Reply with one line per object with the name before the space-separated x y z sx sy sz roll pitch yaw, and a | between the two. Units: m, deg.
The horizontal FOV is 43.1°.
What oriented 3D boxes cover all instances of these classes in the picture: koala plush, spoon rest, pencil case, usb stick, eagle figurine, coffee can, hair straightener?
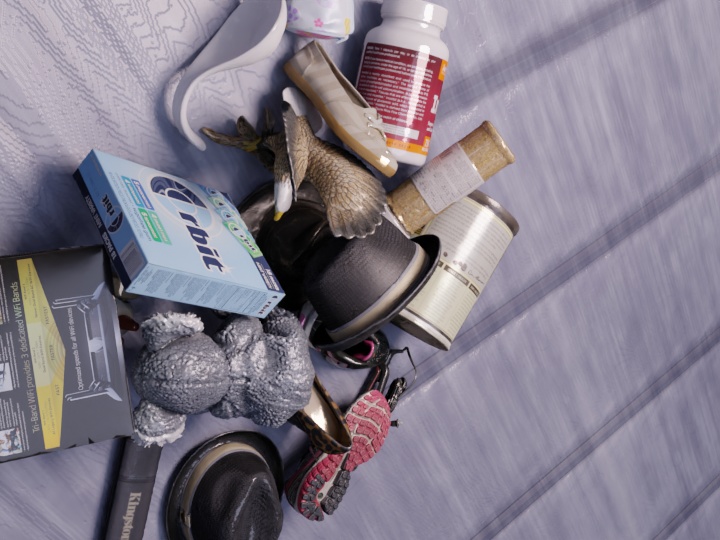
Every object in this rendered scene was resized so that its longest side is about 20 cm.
koala plush | -0.174 0.109 1.038 0.199 0.183 0.178 3 105 -50
spoon rest | -0.152 -0.237 1.037 0.061 0.099 0.201 29 95 -43
pencil case | -0.042 -0.376 1.081 0.090 0.083 0.201 5 102 -17
usb stick | -0.286 0.293 1.127 0.055 0.033 0.201 8 99 -41
eagle figurine | -0.067 -0.124 1.062 0.151 0.200 0.152 -24 117 -31
coffee can | 0.110 -0.010 1.275 0.146 0.146 0.201 38 79 -39
hair straightener | 0.031 0.203 1.330 0.201 0.077 0.041 -61 164 -14

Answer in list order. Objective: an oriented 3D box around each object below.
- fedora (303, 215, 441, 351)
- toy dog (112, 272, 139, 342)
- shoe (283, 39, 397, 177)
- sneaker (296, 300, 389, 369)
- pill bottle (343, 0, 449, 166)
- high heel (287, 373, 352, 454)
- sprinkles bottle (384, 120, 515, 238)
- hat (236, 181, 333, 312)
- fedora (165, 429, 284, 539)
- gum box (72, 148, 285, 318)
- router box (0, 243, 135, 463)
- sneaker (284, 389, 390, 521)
fedora | 0.000 0.000 1.087 0.201 0.200 0.092 -46 108 -18
toy dog | -0.319 0.047 0.980 0.199 0.096 0.133 -13 105 -36
shoe | -0.016 -0.196 1.092 0.053 0.200 0.070 -43 164 14
sneaker | -0.009 0.104 1.238 0.200 0.086 0.081 21 93 -57
pill bottle | 0.050 -0.243 1.177 0.113 0.113 0.201 6 101 -39
high heel | -0.072 0.145 1.180 0.071 0.142 0.201 -34 122 -26
sprinkles bottle | 0.104 -0.113 1.196 0.200 0.068 0.068 -36 128 9
hat | -0.070 -0.024 1.170 0.200 0.081 0.202 -14 113 -35
fedora | -0.157 0.316 1.197 0.200 0.091 0.202 -13 112 -36
gum box | -0.194 -0.037 0.989 0.045 0.170 0.200 -46 146 20
router box | -0.321 0.082 0.915 0.156 0.052 0.201 -8 94 -24
sneaker | -0.035 0.247 1.270 0.200 0.075 0.081 -51 120 -16
